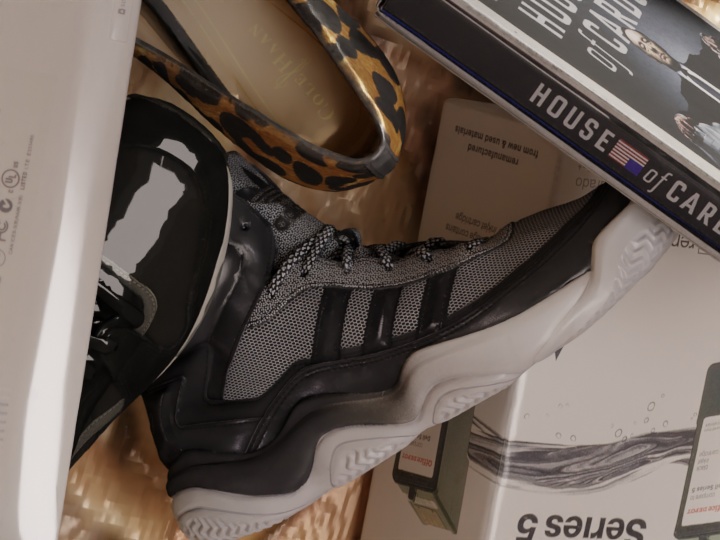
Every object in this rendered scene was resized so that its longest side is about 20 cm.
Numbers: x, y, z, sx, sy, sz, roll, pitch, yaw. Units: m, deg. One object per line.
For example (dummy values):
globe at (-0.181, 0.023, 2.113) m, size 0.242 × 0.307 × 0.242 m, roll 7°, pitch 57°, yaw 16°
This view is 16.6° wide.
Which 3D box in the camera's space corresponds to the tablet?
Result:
tablet at (-0.138, -0.020, 0.713) m, size 0.129 × 0.014 × 0.201 m, roll 8°, pitch 85°, yaw -1°

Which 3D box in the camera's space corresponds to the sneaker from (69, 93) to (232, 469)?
sneaker at (-0.103, 0.042, 0.759) m, size 0.076 × 0.088 × 0.200 m, roll 32°, pitch 104°, yaw -12°

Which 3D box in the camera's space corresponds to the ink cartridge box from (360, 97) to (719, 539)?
ink cartridge box at (0.090, 0.048, 0.918) m, size 0.145 × 0.084 × 0.201 m, roll 5°, pitch 100°, yaw -32°

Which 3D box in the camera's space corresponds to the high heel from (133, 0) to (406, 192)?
high heel at (-0.068, -0.101, 0.746) m, size 0.200 × 0.143 × 0.071 m, roll 39°, pitch 91°, yaw -33°

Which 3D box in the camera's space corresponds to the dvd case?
dvd case at (0.105, -0.055, 0.823) m, size 0.200 × 0.150 × 0.025 m, roll 36°, pitch 114°, yaw -2°

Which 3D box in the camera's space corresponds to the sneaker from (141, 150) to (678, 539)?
sneaker at (0.000, 0.000, 0.815) m, size 0.200 × 0.075 × 0.114 m, roll -32°, pitch 88°, yaw 15°
